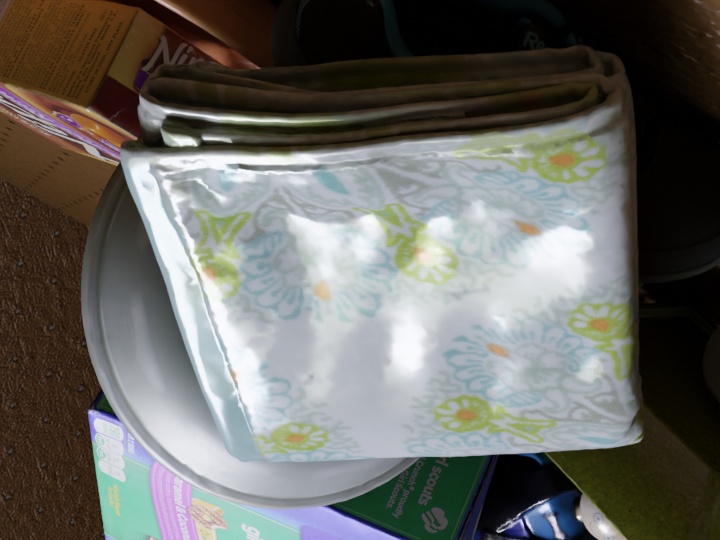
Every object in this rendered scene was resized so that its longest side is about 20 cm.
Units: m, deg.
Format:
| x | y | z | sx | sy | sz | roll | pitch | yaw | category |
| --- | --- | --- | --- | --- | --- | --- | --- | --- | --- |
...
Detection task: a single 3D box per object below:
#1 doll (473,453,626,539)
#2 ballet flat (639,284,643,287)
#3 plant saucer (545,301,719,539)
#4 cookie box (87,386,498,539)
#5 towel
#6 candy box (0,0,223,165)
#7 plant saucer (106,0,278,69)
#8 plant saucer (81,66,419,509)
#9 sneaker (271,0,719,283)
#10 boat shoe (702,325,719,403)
| x | y | z | sx | sy | sz | roll | pitch | yaw | category |
| --- | --- | --- | --- | --- | --- | --- | --- | --- | --- |
| 0.088 | 0.147 | 0.881 | 0.199 | 0.048 | 0.137 | -20 | 97 | 45 | doll |
| 0.070 | -0.017 | 0.836 | 0.199 | 0.067 | 0.067 | 29 | 177 | -29 | ballet flat |
| 0.179 | 0.079 | 0.848 | 0.199 | 0.048 | 0.200 | 0 | -144 | -43 | plant saucer |
| -0.039 | 0.128 | 0.828 | 0.199 | 0.076 | 0.172 | 20 | 144 | 10 | cookie box |
| 0.016 | 0.005 | 0.555 | 0.170 | 0.048 | 0.201 | -1 | 139 | 11 | towel |
| -0.135 | -0.093 | 0.775 | 0.116 | 0.057 | 0.199 | 31 | 174 | -42 | candy box |
| -0.109 | -0.135 | 0.751 | 0.199 | 0.038 | 0.200 | 27 | 174 | 3 | plant saucer |
| -0.022 | 0.009 | 0.676 | 0.199 | 0.201 | 0.050 | 28 | 171 | -20 | plant saucer |
| 0.065 | -0.054 | 0.553 | 0.199 | 0.074 | 0.082 | 23 | 162 | -15 | sneaker |
| 0.268 | 0.075 | 0.776 | 0.200 | 0.070 | 0.071 | 18 | 170 | 47 | boat shoe |
